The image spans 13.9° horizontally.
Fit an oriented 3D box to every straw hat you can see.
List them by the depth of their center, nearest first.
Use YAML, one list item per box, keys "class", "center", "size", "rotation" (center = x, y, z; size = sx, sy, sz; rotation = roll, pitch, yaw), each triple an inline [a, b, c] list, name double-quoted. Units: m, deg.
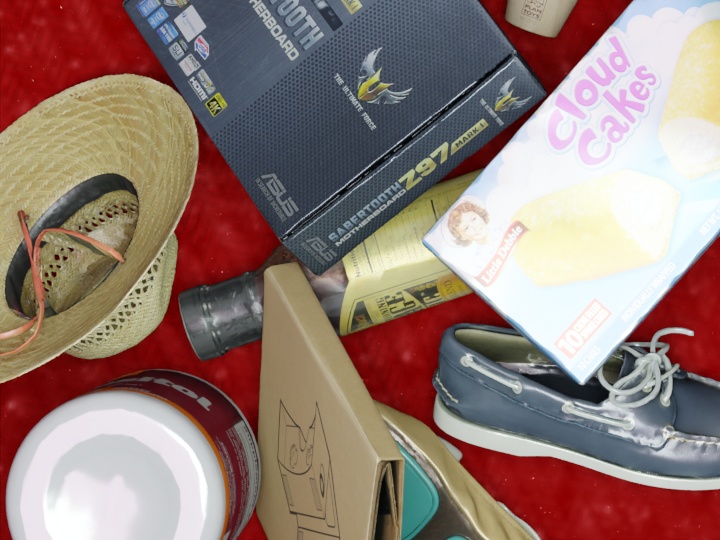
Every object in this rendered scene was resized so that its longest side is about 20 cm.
- class: "straw hat"
  center: [-0.147, -0.002, 1.611]
  size: [0.201, 0.201, 0.085]
  rotation: [-40, 130, 6]

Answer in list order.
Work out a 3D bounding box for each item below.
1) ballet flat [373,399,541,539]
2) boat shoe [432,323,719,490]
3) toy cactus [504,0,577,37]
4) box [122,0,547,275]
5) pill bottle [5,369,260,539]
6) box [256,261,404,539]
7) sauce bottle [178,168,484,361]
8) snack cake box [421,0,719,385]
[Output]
- class: "ballet flat"
  center: [0.048, 0.135, 1.619]
  size: [0.200, 0.063, 0.069]
  rotation: [49, 128, 1]
- class: "boat shoe"
  center: [0.139, 0.067, 1.596]
  size: [0.199, 0.075, 0.062]
  rotation: [11, 124, 12]
- class: "toy cactus"
  center: [0.123, -0.205, 1.585]
  size: [0.200, 0.102, 0.165]
  rotation: [18, 104, -4]
- class: "box"
  center: [-0.017, -0.119, 1.567]
  size: [0.158, 0.051, 0.200]
  rotation: [-38, 57, 6]
- class: "pill bottle"
  center: [-0.114, 0.111, 1.559]
  size: [0.113, 0.200, 0.113]
  rotation: [0, 93, 5]
- class: "box"
  center: [-0.018, 0.113, 1.528]
  size: [0.021, 0.200, 0.164]
  rotation: [-5, 120, -15]
- class: "sauce bottle"
  center: [0.000, 0.000, 1.614]
  size: [0.200, 0.066, 0.066]
  rotation: [-19, 91, 8]
- class: "snack cake box"
  center: [0.139, -0.051, 1.533]
  size: [0.115, 0.067, 0.200]
  rotation: [42, 92, 5]
